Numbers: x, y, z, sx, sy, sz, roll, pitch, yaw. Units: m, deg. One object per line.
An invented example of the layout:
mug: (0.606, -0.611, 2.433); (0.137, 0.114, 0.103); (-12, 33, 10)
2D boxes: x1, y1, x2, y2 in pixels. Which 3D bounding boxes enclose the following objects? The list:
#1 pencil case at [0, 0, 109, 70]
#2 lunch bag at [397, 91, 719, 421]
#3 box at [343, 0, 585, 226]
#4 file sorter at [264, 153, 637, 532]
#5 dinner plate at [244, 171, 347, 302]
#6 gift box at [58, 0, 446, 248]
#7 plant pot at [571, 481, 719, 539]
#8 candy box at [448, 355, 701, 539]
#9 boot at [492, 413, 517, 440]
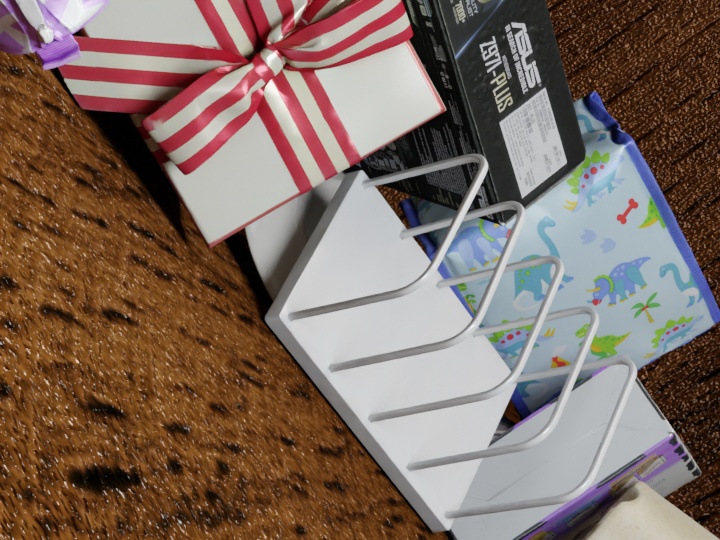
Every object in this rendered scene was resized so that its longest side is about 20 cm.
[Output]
pencil case: (-0.192, -0.179, 1.115); (0.200, 0.084, 0.086); (49, 30, -45)
lunch bag: (0.149, 0.001, 1.713); (0.200, 0.170, 0.127); (58, 4, -26)
box: (0.042, -0.148, 1.555); (0.164, 0.086, 0.200); (20, -41, 46)
file sorter: (0.065, 0.043, 1.516); (0.200, 0.124, 0.139); (52, 44, -26)
dinner plate: (0.000, 0.000, 1.601); (0.200, 0.024, 0.200); (37, 34, -31)
gift box: (-0.081, -0.141, 1.403); (0.200, 0.184, 0.187); (55, -1, -18)
plant pot: (0.208, 0.249, 1.612); (0.183, 0.200, 0.200); (44, 3, 6)
candy box: (0.149, 0.151, 1.714); (0.072, 0.168, 0.200); (57, 4, 18)
boot: (0.078, 0.102, 1.754); (0.200, 0.073, 0.090); (20, 52, -72)
